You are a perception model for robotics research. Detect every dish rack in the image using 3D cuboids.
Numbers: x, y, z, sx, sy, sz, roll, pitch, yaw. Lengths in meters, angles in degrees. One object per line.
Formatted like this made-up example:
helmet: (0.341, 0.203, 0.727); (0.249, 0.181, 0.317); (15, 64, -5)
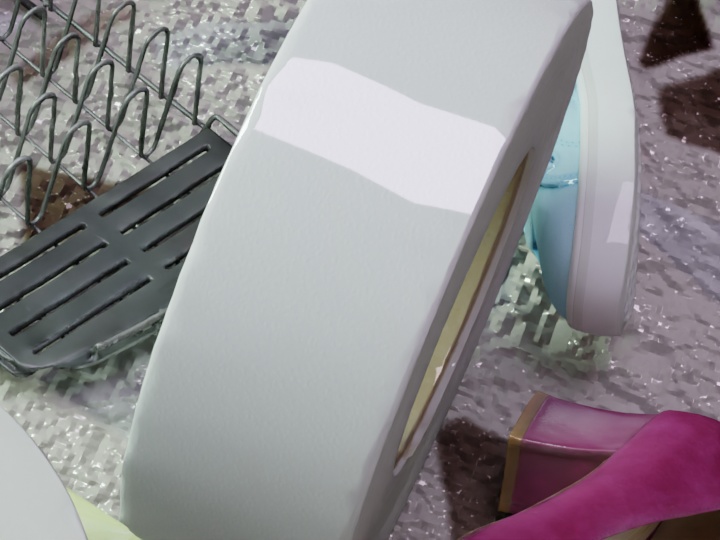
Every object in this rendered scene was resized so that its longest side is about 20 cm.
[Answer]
dish rack: (-0.125, -0.056, 1.012); (0.200, 0.055, 0.153); (39, 51, 20)

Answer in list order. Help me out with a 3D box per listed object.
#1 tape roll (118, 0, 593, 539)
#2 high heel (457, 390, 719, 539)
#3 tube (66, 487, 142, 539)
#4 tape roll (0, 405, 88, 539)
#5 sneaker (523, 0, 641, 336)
tape roll: (0.000, 0.000, 0.894); (0.071, 0.203, 0.203); (23, 46, 6)
high heel: (0.072, 0.110, 0.904); (0.096, 0.067, 0.200); (14, 32, 13)
tube: (-0.165, 0.048, 0.912); (0.200, 0.052, 0.058); (34, 85, 13)
tape roll: (-0.173, 0.124, 0.772); (0.202, 0.139, 0.203); (7, 47, -8)
sneaker: (0.054, -0.052, 1.055); (0.082, 0.074, 0.200); (-4, 43, 1)
